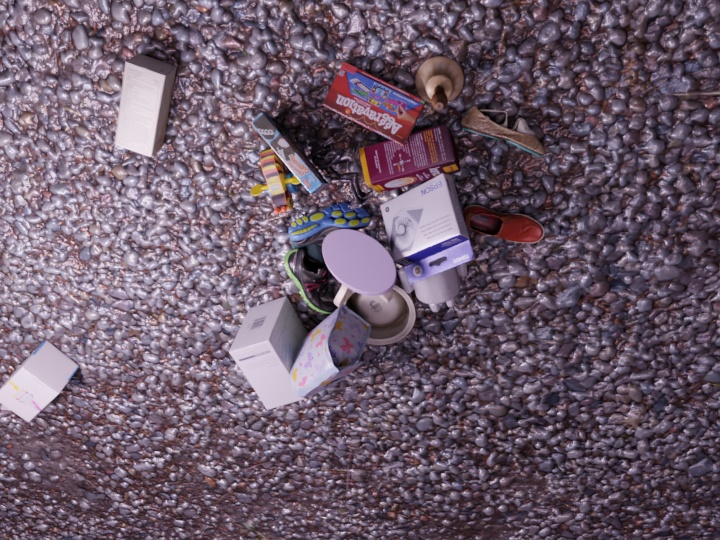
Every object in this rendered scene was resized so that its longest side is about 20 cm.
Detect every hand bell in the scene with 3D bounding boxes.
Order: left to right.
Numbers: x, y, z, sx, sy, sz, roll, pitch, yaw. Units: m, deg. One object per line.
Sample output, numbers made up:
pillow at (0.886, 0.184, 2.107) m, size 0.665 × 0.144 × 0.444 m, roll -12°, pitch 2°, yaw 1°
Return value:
hand bell at (0.161, -0.360, 1.349) m, size 0.104 × 0.200 × 0.104 m, roll 3°, pitch 121°, yaw 5°

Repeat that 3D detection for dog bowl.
dog bowl at (0.045, 0.091, 1.699) m, size 0.199 × 0.074 × 0.201 m, roll 3°, pitch 121°, yaw 6°

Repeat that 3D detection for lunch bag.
lunch bag at (-0.077, 0.213, 1.632) m, size 0.127 × 0.200 × 0.170 m, roll 40°, pitch 126°, yaw -12°

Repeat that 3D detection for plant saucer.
plant saucer at (-0.127, -0.008, 1.695) m, size 0.070 × 0.019 × 0.201 m, roll -8°, pitch 118°, yaw 11°

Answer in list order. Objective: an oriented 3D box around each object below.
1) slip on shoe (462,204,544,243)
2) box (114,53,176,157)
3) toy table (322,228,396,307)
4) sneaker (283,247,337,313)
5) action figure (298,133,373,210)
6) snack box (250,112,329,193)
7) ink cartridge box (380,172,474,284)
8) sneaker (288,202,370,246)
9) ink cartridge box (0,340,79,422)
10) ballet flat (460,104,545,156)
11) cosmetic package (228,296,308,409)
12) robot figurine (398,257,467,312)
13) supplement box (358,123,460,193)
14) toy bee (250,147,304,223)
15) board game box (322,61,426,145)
slip on shoe at (0.336, -0.102, 1.559) m, size 0.199 × 0.061 × 0.074 m, roll 15°, pitch 119°, yaw -4°
box at (-0.484, -0.370, 1.492) m, size 0.095 × 0.078 × 0.200 m, roll 20°, pitch 120°, yaw -5°
toy table at (0.000, 0.000, 1.568) m, size 0.184 × 0.200 × 0.117 m, roll -36°, pitch 158°, yaw -9°
sneaker at (-0.112, 0.028, 1.660) m, size 0.084 × 0.077 × 0.200 m, roll -26°, pitch 115°, yaw 24°
action figure at (-0.045, -0.239, 1.486) m, size 0.102 × 0.119 × 0.200 m, roll -33°, pitch 106°, yaw 20°
snack box at (-0.152, -0.256, 1.463) m, size 0.037 × 0.116 × 0.200 m, roll -40°, pitch 92°, yaw 9°
ink cartridge box at (0.146, -0.090, 1.502) m, size 0.199 × 0.041 × 0.201 m, roll -24°, pitch 76°, yaw 40°
sneaker at (-0.074, -0.107, 1.605) m, size 0.199 × 0.071 × 0.083 m, roll -16°, pitch 156°, yaw 1°
ink cartridge box at (-0.946, 0.328, 1.926) m, size 0.200 × 0.129 × 0.125 m, roll -39°, pitch 109°, yaw 25°
ballet flat at (0.319, -0.308, 1.440) m, size 0.199 × 0.071 × 0.065 m, roll 17°, pitch 106°, yaw -8°
cosmetic package at (-0.217, 0.213, 1.727) m, size 0.123 × 0.200 × 0.200 m, roll -18°, pitch 117°, yaw 18°
robot figurine at (0.177, 0.000, 1.607) m, size 0.169 × 0.113 × 0.200 m, roll -20°, pitch 118°, yaw -4°
supplement box at (0.111, -0.243, 1.461) m, size 0.199 × 0.110 × 0.086 m, roll -13°, pitch 82°, yaw 15°
toy bee at (-0.180, -0.184, 1.547) m, size 0.131 × 0.109 × 0.200 m, roll -34°, pitch 111°, yaw 21°
board game box at (0.028, -0.356, 1.416) m, size 0.200 × 0.019 × 0.103 m, roll 28°, pitch 94°, yaw 10°
